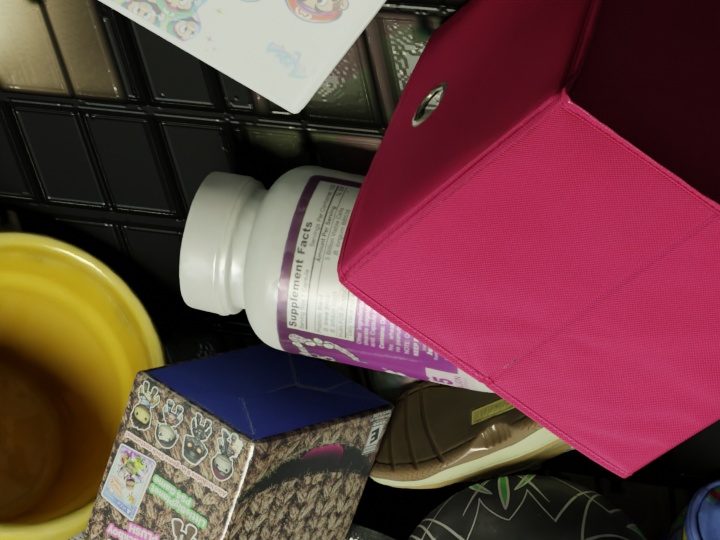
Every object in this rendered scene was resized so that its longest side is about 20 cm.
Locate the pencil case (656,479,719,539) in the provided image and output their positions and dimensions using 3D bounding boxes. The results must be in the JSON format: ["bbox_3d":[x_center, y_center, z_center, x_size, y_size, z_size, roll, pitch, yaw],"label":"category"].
[{"bbox_3d":[0.220,0.219,1.569,0.087,0.078,0.200,28,142,2],"label":"pencil case"}]

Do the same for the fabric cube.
[{"bbox_3d":[0.139,-0.054,1.188,0.200,0.197,0.199,34,141,-15],"label":"fabric cube"}]

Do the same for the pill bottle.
[{"bbox_3d":[0.000,0.000,1.385,0.199,0.113,0.113,11,141,14],"label":"pill bottle"}]

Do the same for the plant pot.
[{"bbox_3d":[-0.242,0.095,1.565,0.200,0.202,0.189,28,158,-8],"label":"plant pot"}]

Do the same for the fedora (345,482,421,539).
[{"bbox_3d":[-0.010,0.210,1.656,0.199,0.092,0.201,11,137,10],"label":"fedora"}]

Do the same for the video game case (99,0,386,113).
[{"bbox_3d":[-0.080,-0.185,1.274,0.199,0.024,0.182,29,142,-10],"label":"video game case"}]

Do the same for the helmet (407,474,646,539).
[{"bbox_3d":[0.106,0.223,1.492,0.199,0.200,0.192,-10,93,34],"label":"helmet"}]

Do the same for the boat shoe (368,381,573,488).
[{"bbox_3d":[0.089,0.107,1.513,0.199,0.072,0.076,-17,144,40],"label":"boat shoe"}]

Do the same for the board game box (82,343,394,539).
[{"bbox_3d":[-0.087,0.161,1.499,0.097,0.159,0.201,29,111,27],"label":"board game box"}]
